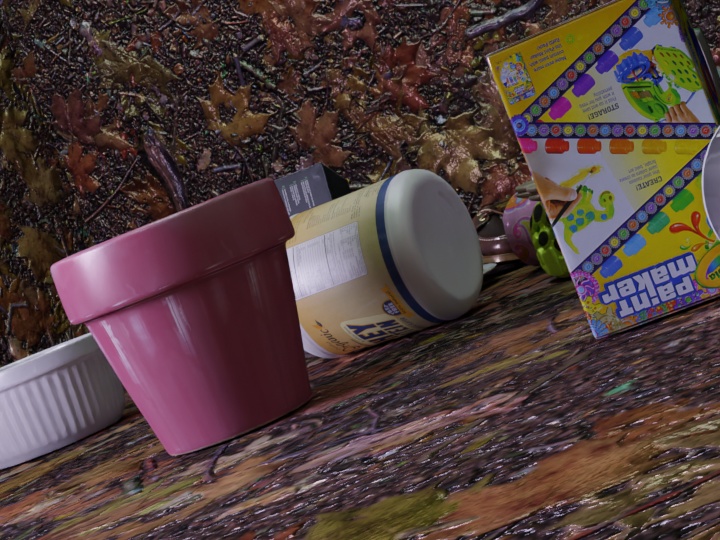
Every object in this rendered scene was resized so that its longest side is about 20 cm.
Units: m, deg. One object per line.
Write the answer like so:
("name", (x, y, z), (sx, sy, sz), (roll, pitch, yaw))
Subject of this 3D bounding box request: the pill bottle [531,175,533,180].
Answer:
("pill bottle", (0.301, -0.118, 1.817), (0.199, 0.113, 0.112), (-23, 3, -24))

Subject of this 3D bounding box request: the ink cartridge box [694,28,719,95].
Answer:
("ink cartridge box", (0.241, -0.149, 1.400), (0.145, 0.085, 0.200), (-18, 5, 15))

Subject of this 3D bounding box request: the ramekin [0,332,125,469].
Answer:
("ramekin", (-0.366, 0.150, 1.849), (0.199, 0.106, 0.200), (-22, 3, 1))

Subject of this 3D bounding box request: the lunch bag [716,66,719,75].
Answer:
("lunch bag", (0.349, -0.149, 1.681), (0.170, 0.123, 0.199), (-24, 21, -36))

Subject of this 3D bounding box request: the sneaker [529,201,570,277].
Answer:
("sneaker", (0.223, -0.038, 1.425), (0.083, 0.075, 0.199), (-7, -2, -31))

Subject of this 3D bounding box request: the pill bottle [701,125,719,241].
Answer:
("pill bottle", (0.246, -0.048, 0.862), (0.110, 0.112, 0.200), (-21, 2, 1))

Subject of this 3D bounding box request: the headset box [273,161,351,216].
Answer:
("headset box", (-0.084, -0.010, 1.868), (0.199, 0.176, 0.093), (-21, -16, 15))

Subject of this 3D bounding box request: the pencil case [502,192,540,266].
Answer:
("pencil case", (0.239, -0.064, 1.605), (0.199, 0.088, 0.087), (-18, 4, 41))

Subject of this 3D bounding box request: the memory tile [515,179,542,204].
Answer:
("memory tile", (0.242, -0.099, 1.443), (0.198, 0.017, 0.153), (-19, 5, -6))

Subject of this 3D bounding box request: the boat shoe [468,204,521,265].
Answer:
("boat shoe", (0.147, -0.040, 1.843), (0.070, 0.071, 0.200), (-3, 1, -11))

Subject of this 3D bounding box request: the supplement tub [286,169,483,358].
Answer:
("supplement tub", (0.000, 0.000, 1.513), (0.199, 0.146, 0.144), (-20, 3, 31))

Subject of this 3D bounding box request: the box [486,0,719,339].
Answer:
("box", (0.187, -0.079, 1.076), (0.121, 0.194, 0.200), (-21, 3, 16))

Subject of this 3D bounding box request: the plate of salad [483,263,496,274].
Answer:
("plate of salad", (0.051, 0.021, 1.727), (0.198, 0.048, 0.200), (-21, 2, 1))

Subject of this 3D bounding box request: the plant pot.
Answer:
("plant pot", (-0.130, 0.043, 1.301), (0.198, 0.180, 0.200), (-21, 3, 1))
